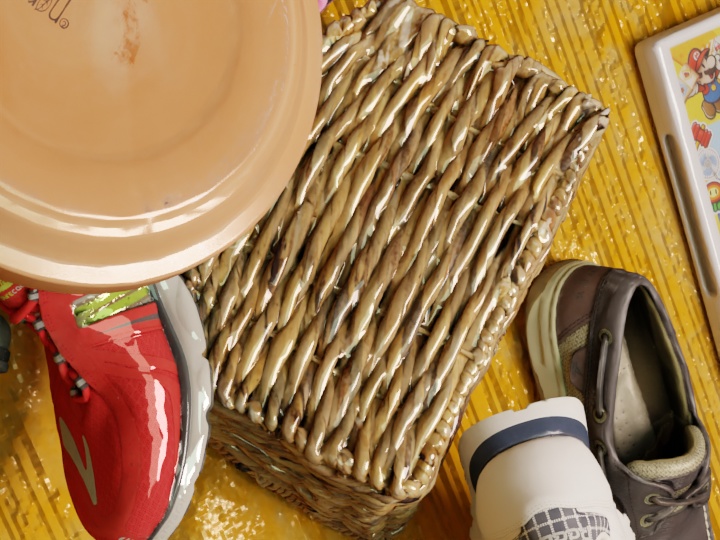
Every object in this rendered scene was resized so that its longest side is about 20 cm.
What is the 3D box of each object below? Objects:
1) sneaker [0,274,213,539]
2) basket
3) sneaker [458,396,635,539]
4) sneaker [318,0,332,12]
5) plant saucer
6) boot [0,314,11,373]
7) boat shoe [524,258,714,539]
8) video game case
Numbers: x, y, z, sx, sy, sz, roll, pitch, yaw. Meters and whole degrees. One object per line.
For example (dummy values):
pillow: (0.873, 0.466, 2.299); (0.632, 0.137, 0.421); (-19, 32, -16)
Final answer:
sneaker: (-0.115, 0.010, 0.746); (0.085, 0.077, 0.201); (-4, 83, -50)
basket: (0.000, 0.000, 0.856); (0.142, 0.149, 0.201); (27, 76, 4)
sneaker: (0.090, 0.137, 0.863); (0.076, 0.081, 0.200); (-24, 144, 4)
sneaker: (-0.038, -0.129, 0.820); (0.199, 0.095, 0.079); (-33, 93, -1)
plant saucer: (-0.100, -0.093, 0.709); (0.199, 0.032, 0.202); (6, 77, -29)
boot: (-0.201, -0.046, 0.731); (0.199, 0.068, 0.131); (27, 69, -33)
boat shoe: (0.135, 0.091, 0.940); (0.073, 0.065, 0.201); (-31, 108, -29)
video game case: (0.244, -0.064, 1.029); (0.199, 0.023, 0.183); (-25, 104, -28)
